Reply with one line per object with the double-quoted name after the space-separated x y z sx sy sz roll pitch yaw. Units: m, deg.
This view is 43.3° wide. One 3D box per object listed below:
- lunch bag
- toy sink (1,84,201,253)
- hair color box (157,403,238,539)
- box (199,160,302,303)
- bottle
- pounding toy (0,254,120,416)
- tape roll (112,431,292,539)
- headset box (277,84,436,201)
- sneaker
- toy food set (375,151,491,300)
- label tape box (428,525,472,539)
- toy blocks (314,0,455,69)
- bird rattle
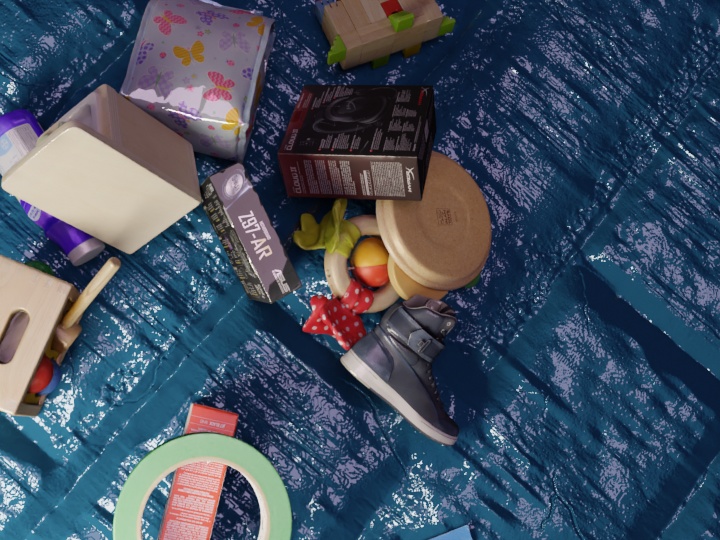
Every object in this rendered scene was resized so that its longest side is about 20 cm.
-0.207 -0.260 1.181 0.168 0.127 0.202 11 68 -7 "lunch bag"
-0.309 -0.130 1.080 0.130 0.199 0.113 -32 53 22 "toy sink"
-0.202 0.268 1.104 0.063 0.111 0.202 15 79 -9 "hair color box"
-0.141 -0.042 1.109 0.043 0.200 0.161 -28 96 -13 "box"
-0.396 -0.101 1.142 0.065 0.083 0.201 -32 88 -41 "bottle"
-0.380 0.067 1.066 0.141 0.184 0.202 23 77 -6 "pounding toy"
-0.178 0.286 1.025 0.198 0.048 0.203 2 81 -13 "tape roll"
-0.010 -0.168 1.172 0.198 0.078 0.150 2 46 13 "headset box"
0.092 0.124 1.167 0.146 0.077 0.202 -48 115 -1 "sneaker"
0.100 -0.065 1.220 0.197 0.049 0.202 -22 89 -36 "toy food set"
0.114 0.450 1.157 0.142 0.066 0.202 -17 86 -13 "label tape box"
0.017 -0.373 1.269 0.198 0.100 0.138 -22 74 -14 "toy blocks"
0.000 0.000 1.196 0.162 0.112 0.202 -13 86 -29 "bird rattle"
